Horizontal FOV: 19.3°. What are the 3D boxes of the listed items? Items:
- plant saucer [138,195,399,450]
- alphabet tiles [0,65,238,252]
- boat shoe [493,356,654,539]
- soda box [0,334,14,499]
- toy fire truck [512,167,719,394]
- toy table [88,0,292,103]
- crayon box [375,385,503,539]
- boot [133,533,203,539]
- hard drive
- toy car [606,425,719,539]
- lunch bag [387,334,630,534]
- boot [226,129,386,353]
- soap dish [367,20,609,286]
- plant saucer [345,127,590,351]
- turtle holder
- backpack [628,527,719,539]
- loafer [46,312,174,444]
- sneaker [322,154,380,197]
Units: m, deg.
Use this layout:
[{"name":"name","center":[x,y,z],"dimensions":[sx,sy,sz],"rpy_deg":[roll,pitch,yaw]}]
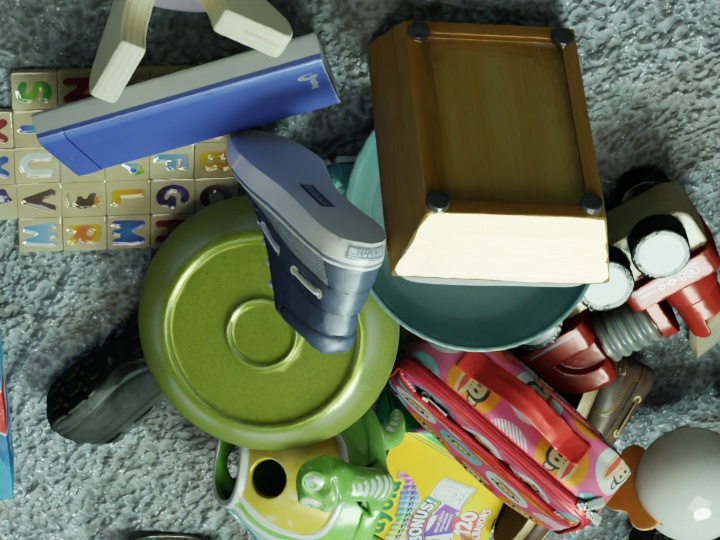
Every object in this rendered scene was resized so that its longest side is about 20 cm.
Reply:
[{"name":"plant saucer","center":[-0.072,0.043,1.586],"dimensions":[0.200,0.031,0.200],"rpy_deg":[1,103,7]},{"name":"alphabet tiles","center":[-0.189,-0.081,1.573],"dimensions":[0.200,0.006,0.167],"rpy_deg":[-2,130,-9]},{"name":"boat shoe","center":[0.181,0.158,1.781],"dimensions":[0.070,0.070,0.200],"rpy_deg":[19,111,-21]},{"name":"soda box","center":[-0.312,0.091,1.657],"dimensions":[0.068,0.064,0.200],"rpy_deg":[-4,131,-7]},{"name":"toy fire truck","center":[0.218,0.035,1.689],"dimensions":[0.176,0.129,0.200],"rpy_deg":[-30,118,15]},{"name":"toy table","center":[-0.130,-0.212,1.402],"dimensions":[0.200,0.117,0.184],"rpy_deg":[11,127,-17]},{"name":"crayon box","center":[0.055,0.192,1.814],"dimensions":[0.119,0.058,0.200],"rpy_deg":[6,128,-16]},{"name":"boot","center":[-0.143,0.325,1.892],"dimensions":[0.182,0.073,0.200],"rpy_deg":[8,121,-19]},{"name":"hard drive","center":[-0.118,-0.114,1.488],"dimensions":[0.200,0.025,0.132],"rpy_deg":[-16,171,3]},{"name":"toy car","center":[0.298,0.160,1.763],"dimensions":[0.200,0.177,0.184],"rpy_deg":[-3,141,0]},{"name":"lunch bag","center":[0.116,0.117,1.649],"dimensions":[0.200,0.176,0.082],"rpy_deg":[41,79,1]},{"name":"boot","center":[-0.052,-0.024,1.511],"dimensions":[0.073,0.200,0.090],"rpy_deg":[4,116,-28]},{"name":"soap dish","center":[0.092,-0.087,1.492],"dimensions":[0.157,0.200,0.081],"rpy_deg":[2,148,-12]},{"name":"plant saucer","center":[0.082,-0.038,1.578],"dimensions":[0.200,0.200,0.036],"rpy_deg":[1,173,-12]},{"name":"turtle holder","center":[-0.042,0.172,1.697],"dimensions":[0.132,0.186,0.141],"rpy_deg":[8,116,-19]},{"name":"backpack","center":[0.345,0.292,1.880],"dimensions":[0.200,0.176,0.153],"rpy_deg":[-1,147,-9]},{"name":"loafer","center":[-0.162,0.075,1.673],"dimensions":[0.200,0.068,0.070],"rpy_deg":[-35,136,24]},{"name":"sneaker","center":[0.000,0.000,1.627],"dimensions":[0.077,0.080,0.200],"rpy_deg":[-9,126,-3]}]
